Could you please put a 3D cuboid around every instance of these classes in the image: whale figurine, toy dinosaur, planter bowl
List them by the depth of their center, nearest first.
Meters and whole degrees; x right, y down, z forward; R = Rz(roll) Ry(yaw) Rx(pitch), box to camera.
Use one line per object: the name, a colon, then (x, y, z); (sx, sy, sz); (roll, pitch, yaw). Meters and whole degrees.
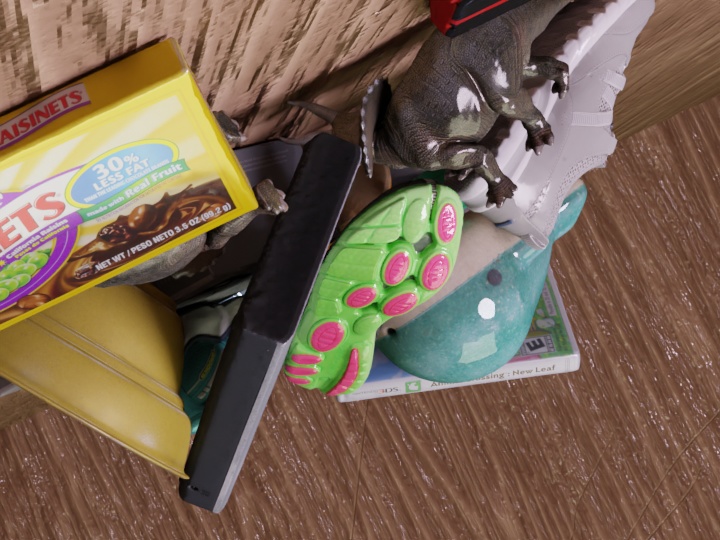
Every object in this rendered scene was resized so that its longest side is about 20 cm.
toy dinosaur: (-0.105, -0.023, 0.768); (0.102, 0.077, 0.200); (-43, 173, 29)
planter bowl: (-0.160, 0.030, 0.862); (0.083, 0.200, 0.200); (-59, -178, -8)
toy dinosaur: (0.062, -0.102, 0.873); (0.200, 0.102, 0.077); (-41, -143, 15)
whale figurine: (0.094, 0.007, 1.120); (0.200, 0.104, 0.159); (-34, 180, -37)

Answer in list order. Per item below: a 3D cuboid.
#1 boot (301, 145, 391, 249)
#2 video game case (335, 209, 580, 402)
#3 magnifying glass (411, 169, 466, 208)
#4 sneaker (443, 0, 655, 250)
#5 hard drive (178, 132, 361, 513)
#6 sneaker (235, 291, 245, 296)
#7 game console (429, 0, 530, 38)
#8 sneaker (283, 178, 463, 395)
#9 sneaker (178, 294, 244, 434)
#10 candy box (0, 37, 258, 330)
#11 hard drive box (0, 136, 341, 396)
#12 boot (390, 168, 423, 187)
boot: (-0.015, -0.035, 1.131); (0.201, 0.071, 0.144); (-15, 159, 41)
video game case: (0.060, 0.017, 1.214); (0.182, 0.022, 0.200); (-7, -140, -2)
magnifying glass: (0.031, -0.032, 1.058); (0.080, 0.022, 0.200); (-17, 163, -40)
sneaker: (0.130, -0.101, 0.983); (0.200, 0.082, 0.075); (-54, -156, -18)
hard drive: (-0.054, 0.033, 0.885); (0.200, 0.033, 0.140); (113, -3, -54)
sneaker: (-0.163, 0.055, 1.237); (0.200, 0.082, 0.074); (-25, -174, -3)
game console: (0.125, -0.172, 0.747); (0.200, 0.031, 0.177); (-25, -178, 3)
sneaker: (0.000, 0.000, 0.985); (0.077, 0.084, 0.200); (17, 140, -19)
sneaker: (-0.101, 0.067, 1.058); (0.077, 0.080, 0.200); (-27, 178, 17)
candy box: (-0.150, -0.018, 0.657); (0.200, 0.026, 0.102); (-26, 144, -1)
hard drive box: (-0.138, -0.004, 1.019); (0.200, 0.077, 0.156); (-27, 177, 32)
boot: (0.039, -0.096, 1.118); (0.200, 0.073, 0.182); (-19, -179, 41)
